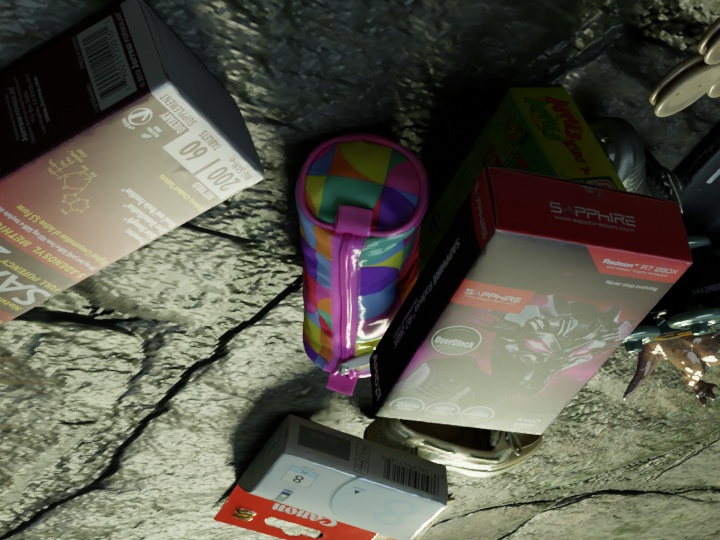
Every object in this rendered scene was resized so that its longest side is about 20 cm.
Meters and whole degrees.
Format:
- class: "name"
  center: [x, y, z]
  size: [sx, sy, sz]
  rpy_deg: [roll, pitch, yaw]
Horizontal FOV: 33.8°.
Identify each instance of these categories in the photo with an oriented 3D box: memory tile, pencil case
- class: "memory tile"
  center: [0.275, -0.163, 0.723]
  size: [0.200, 0.017, 0.153]
  rpy_deg: [-21, 160, -33]
- class: "pencil case"
  center: [0.000, 0.000, 0.768]
  size: [0.088, 0.088, 0.200]
  rpy_deg: [-18, 148, -11]

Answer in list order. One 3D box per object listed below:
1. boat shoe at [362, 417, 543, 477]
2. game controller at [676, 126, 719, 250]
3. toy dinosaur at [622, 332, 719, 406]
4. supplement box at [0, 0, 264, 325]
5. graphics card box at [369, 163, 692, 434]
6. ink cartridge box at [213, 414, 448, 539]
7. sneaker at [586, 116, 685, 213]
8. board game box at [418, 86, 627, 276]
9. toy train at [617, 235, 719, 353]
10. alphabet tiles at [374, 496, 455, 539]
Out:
- class: "boat shoe"
  center: [0.101, 0.153, 1.123]
  size: [0.200, 0.073, 0.063]
  rpy_deg: [-2, 148, -33]
- class: "game controller"
  center: [0.300, -0.083, 0.917]
  size: [0.104, 0.042, 0.200]
  rpy_deg: [10, 138, -25]
- class: "toy dinosaur"
  center: [0.333, 0.061, 1.140]
  size: [0.200, 0.086, 0.136]
  rpy_deg: [-18, 145, 25]
- class: "supplement box"
  center: [-0.163, -0.043, 0.603]
  size: [0.200, 0.061, 0.109]
  rpy_deg: [-28, 152, 10]
- class: "graphics card box"
  center: [0.095, 0.026, 0.721]
  size: [0.125, 0.051, 0.200]
  rpy_deg: [9, 141, -18]
- class: "ink cartridge box"
  center: [-0.034, 0.223, 1.101]
  size: [0.160, 0.047, 0.200]
  rpy_deg: [20, 134, -16]
- class: "sneaker"
  center: [0.189, -0.059, 0.839]
  size: [0.090, 0.067, 0.200]
  rpy_deg: [-24, 156, -5]
- class: "board game box"
  center: [0.094, -0.017, 0.796]
  size: [0.048, 0.102, 0.200]
  rpy_deg: [-7, 147, -30]
- class: "toy train"
  center: [0.221, 0.030, 0.968]
  size: [0.200, 0.085, 0.114]
  rpy_deg: [-15, 164, 17]
- class: "alphabet tiles"
  center: [0.005, 0.334, 1.430]
  size: [0.167, 0.008, 0.200]
  rpy_deg: [-6, 148, -30]
